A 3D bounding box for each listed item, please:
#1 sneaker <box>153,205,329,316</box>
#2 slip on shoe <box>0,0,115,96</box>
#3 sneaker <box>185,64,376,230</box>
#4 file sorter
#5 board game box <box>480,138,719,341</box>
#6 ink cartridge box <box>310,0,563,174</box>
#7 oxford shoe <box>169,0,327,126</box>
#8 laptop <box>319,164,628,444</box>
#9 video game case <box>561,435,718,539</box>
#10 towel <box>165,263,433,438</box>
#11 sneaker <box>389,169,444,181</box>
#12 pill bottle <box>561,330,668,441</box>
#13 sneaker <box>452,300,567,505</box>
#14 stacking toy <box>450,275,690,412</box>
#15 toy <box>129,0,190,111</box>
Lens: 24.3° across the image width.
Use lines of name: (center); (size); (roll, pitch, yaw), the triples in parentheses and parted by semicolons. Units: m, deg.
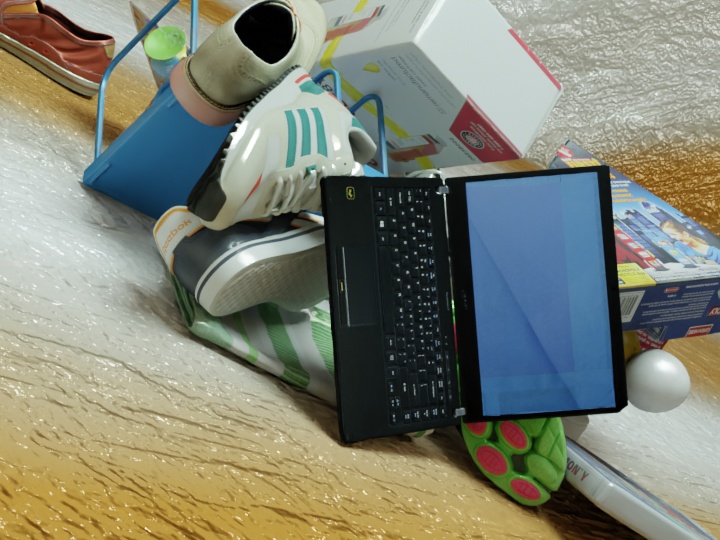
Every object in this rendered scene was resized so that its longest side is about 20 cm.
sneaker: (-0.067, -0.020, 1.174); (0.079, 0.078, 0.200); (45, 18, 19)
slip on shoe: (-0.309, -0.231, 1.499); (0.200, 0.061, 0.074); (30, 14, -12)
sneaker: (-0.042, -0.070, 1.121); (0.093, 0.070, 0.200); (35, 29, -1)
file sorter: (-0.091, -0.107, 1.306); (0.200, 0.139, 0.123); (27, 42, -31)
board game box: (0.181, -0.026, 1.316); (0.200, 0.062, 0.200); (-4, 37, -41)
ink cartridge box: (0.044, -0.158, 1.396); (0.145, 0.084, 0.200); (43, -25, -28)
oxford shoe: (-0.061, -0.164, 1.208); (0.071, 0.074, 0.200); (46, 33, -6)
laptop: (0.080, 0.019, 1.136); (0.103, 0.178, 0.200); (-6, -3, 41)
video game case: (0.221, 0.185, 1.284); (0.200, 0.023, 0.182); (33, 2, -21)
towel: (-0.046, 0.048, 1.199); (0.200, 0.023, 0.153); (29, 14, -24)
sneaker: (0.047, -0.088, 1.520); (0.075, 0.116, 0.201); (-5, 21, -6)
pill bottle: (0.207, 0.047, 1.449); (0.113, 0.200, 0.113); (33, 12, -8)
sneaker: (0.088, 0.088, 1.253); (0.200, 0.077, 0.084); (54, 1, 21)
stacking toy: (0.170, 0.059, 1.317); (0.200, 0.147, 0.146); (18, 1, 35)
toy: (-0.154, -0.128, 1.441); (0.115, 0.047, 0.200); (40, -23, 29)
